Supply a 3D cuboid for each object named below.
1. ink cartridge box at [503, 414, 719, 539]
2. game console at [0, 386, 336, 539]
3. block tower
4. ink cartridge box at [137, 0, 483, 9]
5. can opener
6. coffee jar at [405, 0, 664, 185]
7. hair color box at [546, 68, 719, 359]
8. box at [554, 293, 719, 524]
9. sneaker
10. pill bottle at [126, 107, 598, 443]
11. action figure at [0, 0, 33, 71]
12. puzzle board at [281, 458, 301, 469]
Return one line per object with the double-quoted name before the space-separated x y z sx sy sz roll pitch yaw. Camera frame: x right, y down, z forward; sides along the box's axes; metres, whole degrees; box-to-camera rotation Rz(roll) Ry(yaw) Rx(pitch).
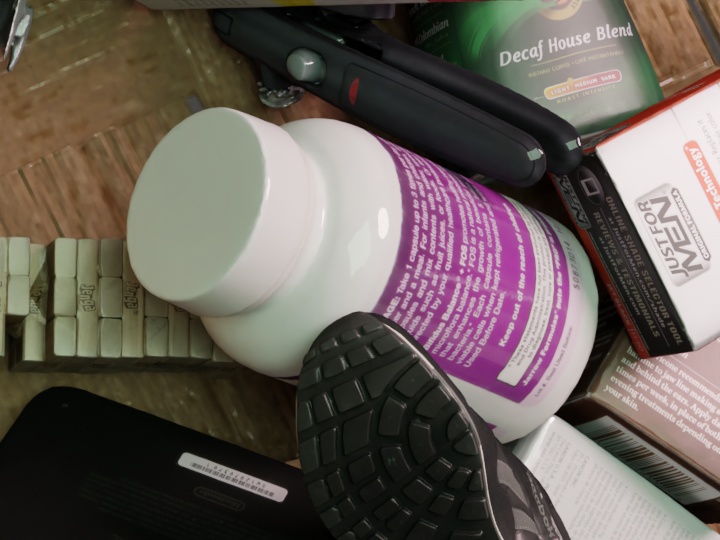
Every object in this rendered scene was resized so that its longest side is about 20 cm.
"ink cartridge box" 0.112 0.182 1.336 0.200 0.050 0.162 38 71 -22
"game console" -0.084 0.169 1.251 0.200 0.116 0.176 19 44 11
"block tower" -0.148 0.015 1.276 0.200 0.054 0.058 3 80 -16
"ink cartridge box" -0.021 -0.194 1.273 0.083 0.200 0.145 31 64 -55
"can opener" 0.012 -0.086 1.290 0.063 0.079 0.200 -22 43 -36
"coffee jar" 0.062 -0.145 1.349 0.104 0.085 0.200 -16 85 -19
"hair color box" 0.193 -0.051 1.305 0.200 0.061 0.102 -28 95 -20
"box" 0.178 0.007 1.363 0.100 0.075 0.200 35 74 -8
"sneaker" 0.039 0.099 1.216 0.076 0.088 0.200 -26 104 18
"pill bottle" 0.000 0.000 1.251 0.200 0.112 0.112 23 72 -43
"action figure" -0.207 -0.156 1.284 0.200 0.069 0.130 10 68 -18
"puzzle board" -0.029 0.181 1.260 0.151 0.017 0.200 -14 69 2
